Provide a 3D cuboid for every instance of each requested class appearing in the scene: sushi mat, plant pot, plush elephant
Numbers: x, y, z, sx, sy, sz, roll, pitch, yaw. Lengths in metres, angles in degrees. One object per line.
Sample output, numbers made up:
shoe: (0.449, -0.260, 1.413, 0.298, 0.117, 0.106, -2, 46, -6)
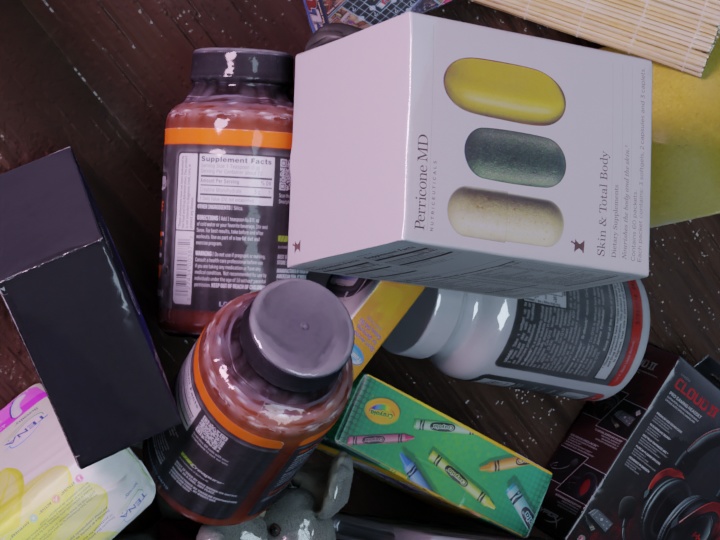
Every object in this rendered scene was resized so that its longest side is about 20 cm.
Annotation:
sushi mat: (0.178, -0.219, 1.588, 0.199, 0.012, 0.096, 18, 91, 2)
plant pot: (0.246, -0.113, 1.665, 0.199, 0.200, 0.143, -13, 93, -27)
plush elephant: (-0.086, 0.182, 1.548, 0.199, 0.155, 0.166, 8, 98, -31)

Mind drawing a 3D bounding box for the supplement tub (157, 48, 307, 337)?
supplement tub: (-0.087, -0.053, 1.505, 0.106, 0.107, 0.201, 3, 90, -31)

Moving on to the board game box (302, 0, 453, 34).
board game box: (0.039, -0.262, 1.586, 0.199, 0.035, 0.136, -25, 113, -23)

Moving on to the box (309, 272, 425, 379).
box: (0.000, 0.000, 1.577, 0.041, 0.119, 0.200, 41, 81, -31)

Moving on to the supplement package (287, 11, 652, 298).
supplement package: (0.074, -0.072, 1.443, 0.199, 0.150, 0.153, 7, 80, -31)

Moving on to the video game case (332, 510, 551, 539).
video game case: (0.085, 0.211, 1.640, 0.199, 0.182, 0.022, 10, 86, -31)

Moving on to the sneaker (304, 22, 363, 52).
sneaker: (0.033, -0.151, 1.575, 0.200, 0.074, 0.089, 25, 56, -42)

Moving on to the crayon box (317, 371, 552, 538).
crayon box: (0.034, 0.133, 1.626, 0.199, 0.119, 0.059, 29, 80, -32)

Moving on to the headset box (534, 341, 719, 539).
headset box: (0.249, 0.164, 1.786, 0.148, 0.075, 0.200, 38, 82, -31)

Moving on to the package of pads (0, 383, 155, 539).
package of pads: (-0.249, 0.174, 1.452, 0.200, 0.154, 0.068, -42, 119, -15)

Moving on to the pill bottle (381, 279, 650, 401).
pill bottle: (0.116, 0.032, 1.654, 0.199, 0.116, 0.117, 11, 96, -32)

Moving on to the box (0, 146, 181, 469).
box: (-0.190, 0.019, 1.417, 0.079, 0.200, 0.142, -25, 114, -4)

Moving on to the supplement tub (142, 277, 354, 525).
supplement tub: (-0.069, 0.084, 1.404, 0.106, 0.200, 0.107, 11, 57, -18)
